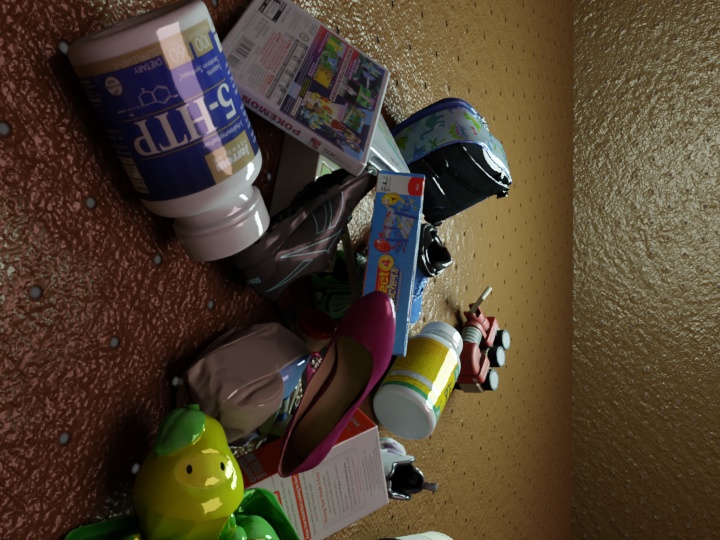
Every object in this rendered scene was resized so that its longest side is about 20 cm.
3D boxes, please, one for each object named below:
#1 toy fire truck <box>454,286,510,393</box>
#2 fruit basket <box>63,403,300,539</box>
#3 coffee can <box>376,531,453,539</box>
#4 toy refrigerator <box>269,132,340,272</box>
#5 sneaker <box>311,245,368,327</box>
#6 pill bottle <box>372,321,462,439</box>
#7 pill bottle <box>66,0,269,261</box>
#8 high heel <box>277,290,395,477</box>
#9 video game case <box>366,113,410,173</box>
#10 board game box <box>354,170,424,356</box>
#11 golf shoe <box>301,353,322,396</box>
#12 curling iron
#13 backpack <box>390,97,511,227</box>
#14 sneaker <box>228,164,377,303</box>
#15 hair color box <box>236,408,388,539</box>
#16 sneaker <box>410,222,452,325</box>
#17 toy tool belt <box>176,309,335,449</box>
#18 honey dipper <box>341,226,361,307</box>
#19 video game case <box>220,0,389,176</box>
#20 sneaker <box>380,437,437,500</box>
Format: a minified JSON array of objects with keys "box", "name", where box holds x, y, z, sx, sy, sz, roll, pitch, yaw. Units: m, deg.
[{"box":[0.253,0.143,1.264,0.202,0.127,0.177,57,45,-29],"name":"toy fire truck"},{"box":[-0.144,0.234,0.500,0.212,0.155,0.220,-15,120,-28],"name":"fruit basket"},{"box":[0.090,0.524,0.968,0.199,0.144,0.149,34,64,-56],"name":"coffee can"},{"box":[-0.059,-0.106,0.731,0.076,0.069,0.204,28,68,-57],"name":"toy refrigerator"},{"box":[0.000,0.000,0.835,0.200,0.077,0.087,-46,130,-48],"name":"sneaker"},{"box":[0.109,0.183,1.007,0.200,0.111,0.115,-51,134,-46],"name":"pill bottle"},{"box":[-0.155,-0.117,0.513,0.120,0.118,0.203,-54,136,-43],"name":"pill bottle"},{"box":[-0.023,0.117,0.574,0.096,0.066,0.203,-37,150,-64],"name":"high heel"},{"box":[-0.003,-0.212,0.758,0.182,0.022,0.203,23,40,-61],"name":"video game case"},{"box":[0.041,0.004,0.718,0.200,0.055,0.200,63,34,-80],"name":"board game box"},{"box":[-0.052,0.188,0.769,0.074,0.091,0.204,-13,91,-39],"name":"golf shoe"},{"box":[-0.104,0.043,0.712,0.050,0.025,0.201,-50,141,-20],"name":"curling iron"},{"box":[0.138,-0.194,0.970,0.199,0.181,0.150,26,47,-54],"name":"backpack"},{"box":[-0.054,-0.047,0.650,0.199,0.075,0.080,-39,114,-18],"name":"sneaker"},{"box":[-0.070,0.250,0.659,0.197,0.064,0.113,-18,111,-27],"name":"hair color box"},{"box":[0.103,0.010,0.982,0.077,0.109,0.204,-45,130,-49],"name":"sneaker"},{"box":[-0.111,0.127,0.641,0.199,0.124,0.124,-27,147,-53],"name":"toy tool belt"},{"box":[-0.021,-0.044,0.778,0.038,0.037,0.204,8,69,-60],"name":"honey dipper"},{"box":[-0.057,-0.214,0.631,0.180,0.023,0.202,30,44,-16],"name":"video game case"},{"box":[0.063,0.320,0.908,0.199,0.137,0.080,8,85,-59],"name":"sneaker"}]
